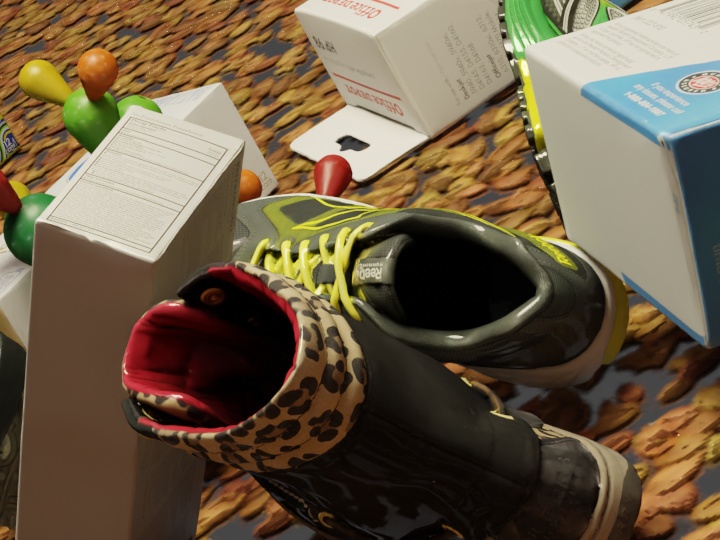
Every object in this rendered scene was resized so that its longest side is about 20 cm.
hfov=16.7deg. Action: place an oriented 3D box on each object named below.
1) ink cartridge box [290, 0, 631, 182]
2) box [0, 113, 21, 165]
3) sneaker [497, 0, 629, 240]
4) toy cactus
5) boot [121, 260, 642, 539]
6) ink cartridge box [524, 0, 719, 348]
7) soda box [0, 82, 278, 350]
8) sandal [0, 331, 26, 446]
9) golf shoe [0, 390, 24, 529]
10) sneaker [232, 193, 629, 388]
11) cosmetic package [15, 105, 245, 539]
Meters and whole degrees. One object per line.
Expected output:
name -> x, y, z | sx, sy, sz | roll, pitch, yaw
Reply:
ink cartridge box -> 0.046, -0.135, 1.289 | 0.200, 0.067, 0.116 | -35, 23, -12
box -> -0.323, -0.075, 1.629 | 0.200, 0.064, 0.070 | -9, 30, 41
sneaker -> 0.115, -0.085, 1.104 | 0.085, 0.078, 0.200 | -20, 32, 7
toy cactus -> -0.099, -0.014, 1.144 | 0.102, 0.200, 0.165 | 136, 142, -53
boot -> -0.016, 0.050, 0.843 | 0.200, 0.150, 0.073 | 16, 80, 55
ink cartridge box -> 0.180, -0.058, 0.877 | 0.200, 0.085, 0.145 | -19, 21, -9
soda box -> -0.129, -0.012, 1.239 | 0.064, 0.068, 0.200 | -9, 30, 43
sandal -> -0.199, 0.109, 1.005 | 0.075, 0.048, 0.201 | -12, 53, 48
golf shoe -> -0.077, 0.054, 1.061 | 0.200, 0.078, 0.097 | -26, -6, 16
sneaker -> 0.000, 0.000, 0.939 | 0.200, 0.075, 0.085 | 2, -12, 19
cosmetic package -> -0.089, 0.046, 0.903 | 0.051, 0.200, 0.083 | 19, 38, 13
